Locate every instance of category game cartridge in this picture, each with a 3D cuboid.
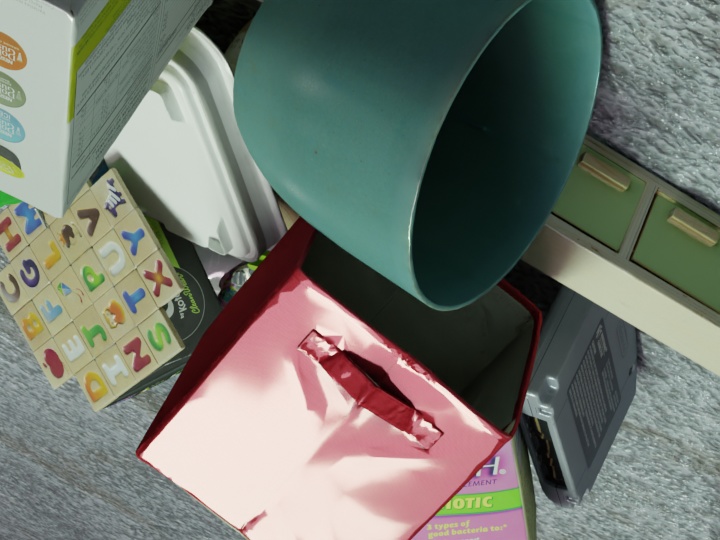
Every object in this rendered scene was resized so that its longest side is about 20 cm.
[{"bbox_3d":[0.166,0.082,1.416,0.040,0.134,0.200,22,157,25],"label":"game cartridge"}]

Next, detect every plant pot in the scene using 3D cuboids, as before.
[{"bbox_3d":[0.023,-0.101,1.110,0.160,0.201,0.201,27,160,27],"label":"plant pot"}]

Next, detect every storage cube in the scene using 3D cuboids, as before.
[{"bbox_3d":[-0.009,0.071,1.214,0.171,0.200,0.180,38,116,-8],"label":"storage cube"}]

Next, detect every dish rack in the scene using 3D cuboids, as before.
[{"bbox_3d":[-0.138,-0.093,1.295,0.171,0.044,0.201,23,146,37],"label":"dish rack"}]

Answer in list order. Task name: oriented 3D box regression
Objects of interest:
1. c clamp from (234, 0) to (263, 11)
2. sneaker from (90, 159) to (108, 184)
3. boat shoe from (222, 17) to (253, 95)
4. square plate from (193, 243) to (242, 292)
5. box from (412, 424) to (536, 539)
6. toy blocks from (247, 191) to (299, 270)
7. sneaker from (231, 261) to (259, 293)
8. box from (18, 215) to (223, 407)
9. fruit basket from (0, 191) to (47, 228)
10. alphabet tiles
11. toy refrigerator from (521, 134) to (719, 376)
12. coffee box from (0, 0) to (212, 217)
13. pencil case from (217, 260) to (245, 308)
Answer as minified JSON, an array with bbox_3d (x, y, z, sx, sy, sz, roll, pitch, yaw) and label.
[{"bbox_3d":[-0.095,-0.217,1.181,0.199,0.027,0.171,27,157,-1],"label":"c clamp"},{"bbox_3d":[-0.192,-0.132,1.425,0.086,0.075,0.200,34,148,-3],"label":"sneaker"},{"bbox_3d":[-0.002,-0.105,1.270,0.199,0.070,0.074,30,166,-16],"label":"boat shoe"},{"bbox_3d":[-0.050,0.000,1.599,0.197,0.029,0.200,23,157,5],"label":"square plate"},{"bbox_3d":[0.036,0.145,1.410,0.175,0.097,0.201,-6,124,9],"label":"box"},{"bbox_3d":[-0.082,-0.083,1.387,0.199,0.100,0.137,13,143,45],"label":"toy blocks"},{"bbox_3d":[0.000,0.000,1.423,0.199,0.080,0.078,-8,129,19],"label":"sneaker"},{"bbox_3d":[-0.191,0.023,1.540,0.149,0.124,0.200,63,171,1],"label":"box"},{"bbox_3d":[-0.251,-0.156,1.308,0.093,0.201,0.186,-10,150,2],"label":"fruit basket"},{"bbox_3d":[-0.205,0.010,1.392,0.200,0.006,0.167,-35,84,46],"label":"alphabet tiles"},{"bbox_3d":[0.193,-0.013,1.262,0.199,0.076,0.070,30,157,-10],"label":"toy refrigerator"},{"bbox_3d":[-0.205,-0.192,1.085,0.199,0.201,0.198,26,148,5],"label":"coffee box"},{"bbox_3d":[-0.038,0.076,1.512,0.087,0.087,0.201,-14,107,57],"label":"pencil case"}]
